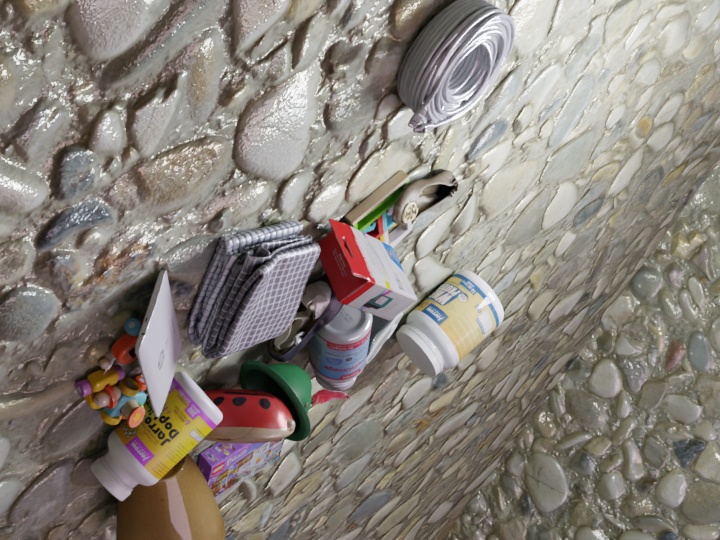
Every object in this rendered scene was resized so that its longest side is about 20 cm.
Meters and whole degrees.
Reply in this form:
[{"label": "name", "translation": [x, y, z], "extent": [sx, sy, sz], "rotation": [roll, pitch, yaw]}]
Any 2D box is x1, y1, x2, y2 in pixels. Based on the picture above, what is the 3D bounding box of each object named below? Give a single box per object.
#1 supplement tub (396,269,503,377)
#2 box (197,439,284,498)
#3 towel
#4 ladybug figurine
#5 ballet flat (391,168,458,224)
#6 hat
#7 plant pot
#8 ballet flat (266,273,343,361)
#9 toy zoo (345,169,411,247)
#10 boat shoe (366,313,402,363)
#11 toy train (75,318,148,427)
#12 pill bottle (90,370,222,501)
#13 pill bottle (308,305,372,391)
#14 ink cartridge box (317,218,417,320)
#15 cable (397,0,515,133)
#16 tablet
[{"label": "supplement tub", "translation": [0.187, 0.112, 2.165], "extent": [0.200, 0.145, 0.145], "rotation": [-40, 155, -17]}, {"label": "box", "translation": [-0.226, 0.353, 1.969], "extent": [0.199, 0.039, 0.138], "rotation": [-27, 150, -38]}, {"label": "towel", "translation": [-0.154, 0.031, 1.539], "extent": [0.165, 0.086, 0.201], "rotation": [-17, 142, -50]}, {"label": "ladybug figurine", "translation": [-0.198, 0.236, 1.689], "extent": [0.136, 0.198, 0.073], "rotation": [-17, 108, -72]}, {"label": "ballet flat", "translation": [0.114, -0.124, 1.758], "extent": [0.200, 0.046, 0.068], "rotation": [-33, 146, -52]}, {"label": "hat", "translation": [-0.095, 0.182, 1.794], "extent": [0.176, 0.166, 0.200], "rotation": [-38, 174, -31]}, {"label": "plant pot", "translation": [-0.322, 0.378, 1.708], "extent": [0.186, 0.186, 0.202], "rotation": [-30, 138, -34]}, {"label": "ballet flat", "translation": [-0.089, 0.074, 1.737], "extent": [0.200, 0.073, 0.073], "rotation": [-50, 156, 10]}, {"label": "toy zoo", "translation": [0.034, -0.073, 1.776], "extent": [0.131, 0.020, 0.201], "rotation": [-40, 155, -18]}, {"label": "boat shoe", "translation": [0.009, 0.138, 1.999], "extent": [0.202, 0.074, 0.065], "rotation": [-51, 153, -9]}, {"label": "toy train", "translation": [-0.322, 0.156, 1.482], "extent": [0.150, 0.056, 0.201], "rotation": [-39, 155, -18]}, {"label": "pill bottle", "translation": [-0.315, 0.257, 1.588], "extent": [0.200, 0.104, 0.104], "rotation": [-44, 156, -10]}, {"label": "pill bottle", "translation": [-0.039, 0.133, 1.859], "extent": [0.108, 0.109, 0.201], "rotation": [-35, 153, -26]}, {"label": "ink cartridge box", "translation": [0.000, 0.000, 1.679], "extent": [0.067, 0.117, 0.199], "rotation": [-36, 150, 20]}, {"label": "cable", "translation": [0.143, -0.309, 1.538], "extent": [0.199, 0.069, 0.201], "rotation": [-20, 144, -48]}, {"label": "tablet", "translation": [-0.278, 0.105, 1.440], "extent": [0.201, 0.014, 0.131], "rotation": [92, 8, -56]}]
